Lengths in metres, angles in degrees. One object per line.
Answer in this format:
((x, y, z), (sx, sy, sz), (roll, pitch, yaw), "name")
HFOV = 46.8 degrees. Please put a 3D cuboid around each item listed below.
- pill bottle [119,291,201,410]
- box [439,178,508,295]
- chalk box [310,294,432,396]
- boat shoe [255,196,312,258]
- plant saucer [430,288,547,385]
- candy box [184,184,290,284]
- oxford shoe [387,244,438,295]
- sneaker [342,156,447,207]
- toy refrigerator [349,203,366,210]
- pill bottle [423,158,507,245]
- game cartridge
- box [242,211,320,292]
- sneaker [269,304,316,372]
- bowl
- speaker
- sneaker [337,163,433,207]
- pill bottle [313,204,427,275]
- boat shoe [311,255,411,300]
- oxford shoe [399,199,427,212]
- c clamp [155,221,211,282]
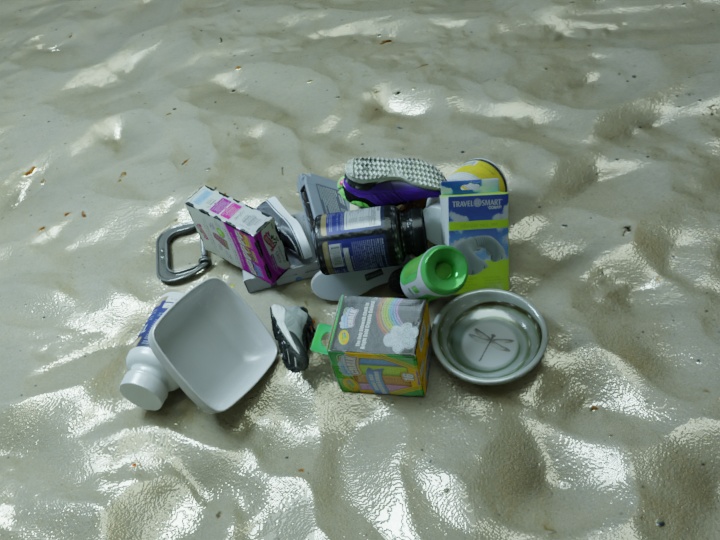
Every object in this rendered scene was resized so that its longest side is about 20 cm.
((-0.356, 0.147, 1.513), (0.110, 0.112, 0.201), (6, 49, 19), "pill bottle")
((0.206, -0.061, 1.502), (0.120, 0.203, 0.048), (-4, 9, -14), "box")
((0.017, 0.129, 1.433), (0.198, 0.124, 0.125), (2, 49, 16), "chalk box")
((-0.160, -0.077, 1.646), (0.067, 0.072, 0.200), (-27, 45, -15), "boat shoe")
((0.221, 0.122, 1.435), (0.198, 0.051, 0.202), (-5, 47, 6), "plant saucer")
((-0.238, -0.071, 1.615), (0.199, 0.137, 0.061), (25, 58, 32), "candy box")
((0.140, -0.005, 1.570), (0.198, 0.073, 0.085), (-14, 38, -13), "oxford shoe")
((0.060, -0.151, 1.540), (0.198, 0.100, 0.070), (6, 47, -10), "sneaker")
((0.022, -0.135, 1.687), (0.075, 0.070, 0.201), (18, 38, -15), "toy refrigerator")
((0.196, -0.130, 1.607), (0.111, 0.113, 0.200), (19, 40, 28), "pill bottle")
((-0.051, -0.109, 1.679), (0.132, 0.042, 0.201), (18, 38, -33), "game cartridge")
((-0.144, -0.046, 1.691), (0.198, 0.041, 0.157), (-15, 47, 1), "box")
((-0.113, 0.112, 1.489), (0.078, 0.075, 0.200), (-10, 26, -10), "sneaker")
((-0.266, 0.135, 1.465), (0.074, 0.200, 0.200), (-31, 11, 47), "bowl")
((0.122, 0.009, 1.413), (0.087, 0.200, 0.090), (1, 84, -8), "speaker")
((0.053, -0.163, 1.620), (0.197, 0.078, 0.084), (-6, 3, -8), "sneaker")
((0.020, -0.058, 1.515), (0.197, 0.112, 0.113), (-7, 46, 7), "pill bottle")
((0.000, 0.000, 1.604), (0.198, 0.072, 0.070), (-20, 19, 0), "boat shoe")
((0.102, -0.123, 1.667), (0.070, 0.072, 0.201), (6, 43, 18), "oxford shoe")
((-0.356, -0.057, 1.761), (0.169, 0.027, 0.201), (-11, 46, 3), "c clamp")
